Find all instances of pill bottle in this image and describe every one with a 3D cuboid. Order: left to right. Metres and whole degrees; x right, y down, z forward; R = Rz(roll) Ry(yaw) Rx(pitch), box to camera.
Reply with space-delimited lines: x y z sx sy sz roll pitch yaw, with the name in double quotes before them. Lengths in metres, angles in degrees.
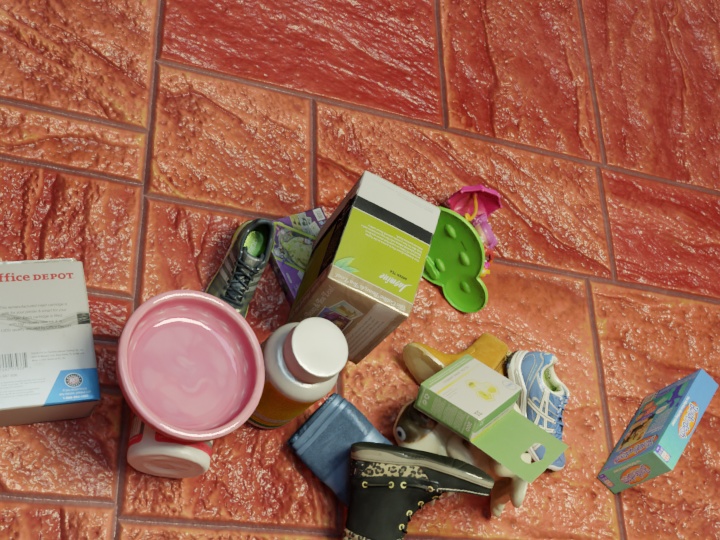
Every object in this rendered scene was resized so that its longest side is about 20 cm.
"pill bottle" -0.248 0.170 1.351 0.110 0.111 0.202 14 60 -18
"pill bottle" -0.097 0.140 1.380 0.112 0.200 0.114 13 60 -24

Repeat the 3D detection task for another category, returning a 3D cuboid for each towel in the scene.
"towel" -0.002 0.280 1.428 0.112 0.049 0.200 -45 85 0

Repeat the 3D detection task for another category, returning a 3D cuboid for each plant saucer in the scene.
"plant saucer" -0.223 0.126 1.286 0.199 0.051 0.202 15 60 -26

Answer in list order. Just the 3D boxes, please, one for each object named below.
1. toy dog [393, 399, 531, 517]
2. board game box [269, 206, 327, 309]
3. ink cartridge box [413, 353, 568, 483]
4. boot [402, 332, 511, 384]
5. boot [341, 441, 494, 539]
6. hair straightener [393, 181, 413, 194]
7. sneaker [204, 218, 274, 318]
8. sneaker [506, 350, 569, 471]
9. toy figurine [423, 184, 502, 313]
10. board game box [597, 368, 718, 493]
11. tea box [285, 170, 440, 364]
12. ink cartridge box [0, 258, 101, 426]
"toy dog" 0.145 0.257 1.475 0.198 0.140 0.196 17 75 -5
"board game box" -0.073 0.003 1.571 0.119 0.032 0.201 -17 73 -34
"ink cartridge box" 0.194 0.207 1.425 0.199 0.048 0.145 30 28 25
"boot" 0.168 0.146 1.596 0.201 0.071 0.144 41 50 -8
"boot" 0.073 0.327 1.362 0.201 0.073 0.156 11 89 10
"hair straightener" 0.045 -0.056 1.649 0.077 0.041 0.201 33 55 -7
"sneaker" -0.180 0.005 1.477 0.073 0.081 0.202 21 69 -12
"sneaker" 0.293 0.223 1.578 0.075 0.076 0.202 -24 99 -53
"toy figurine" 0.188 -0.060 1.683 0.184 0.149 0.201 -45 111 -45
"board game box" 0.488 0.264 1.632 0.045 0.152 0.200 44 56 1
"tea box" 0.000 0.000 1.470 0.133 0.200 0.198 26 58 -10
"ink cartridge box" -0.434 0.094 1.316 0.143 0.084 0.202 -2 67 -27
